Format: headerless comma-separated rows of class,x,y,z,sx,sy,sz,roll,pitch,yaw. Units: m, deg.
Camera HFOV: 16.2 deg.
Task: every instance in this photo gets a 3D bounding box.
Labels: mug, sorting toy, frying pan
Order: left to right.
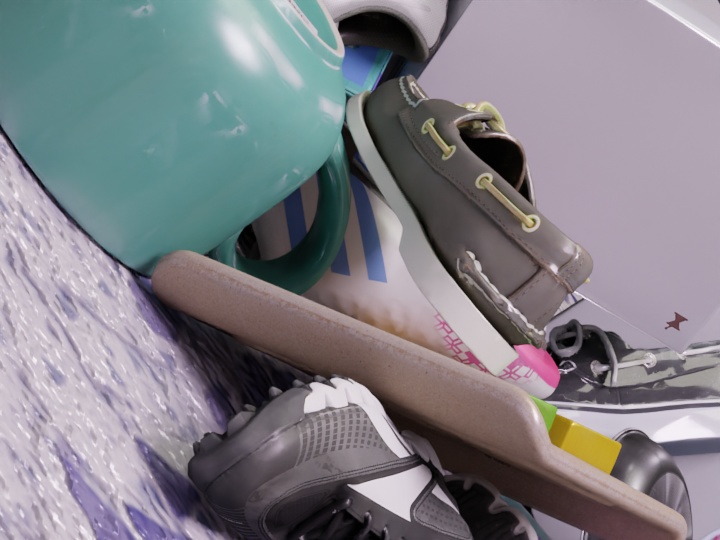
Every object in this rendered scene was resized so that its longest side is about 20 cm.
mug,-0.070,-0.085,1.037,0.152,0.114,0.185,61,13,27
sorting toy,0.031,0.052,1.037,0.185,0.037,0.200,22,-9,29
frying pan,0.123,0.107,1.203,0.115,0.031,0.190,-63,144,-39

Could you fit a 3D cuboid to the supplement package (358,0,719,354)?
supplement package,0.121,-0.104,1.251,0.191,0.147,0.200,30,27,-11

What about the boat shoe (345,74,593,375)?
boat shoe,0.044,-0.031,1.032,0.072,0.060,0.202,46,11,-29

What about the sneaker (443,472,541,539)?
sneaker,0.090,0.169,1.055,0.083,0.081,0.200,26,31,-59

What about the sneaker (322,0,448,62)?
sneaker,-0.052,-0.129,1.121,0.074,0.200,0.080,135,-47,-71

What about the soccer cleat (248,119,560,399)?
soccer cleat,0.000,0.000,1.141,0.200,0.086,0.070,44,7,-6

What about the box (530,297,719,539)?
box,0.195,0.098,1.398,0.199,0.200,0.131,59,7,16

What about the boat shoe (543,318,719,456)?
boat shoe,0.116,0.059,1.280,0.074,0.199,0.068,143,-57,-65

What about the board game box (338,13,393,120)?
board game box,-0.028,-0.183,1.211,0.152,0.200,0.045,29,-26,-3

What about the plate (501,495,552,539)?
plate,0.094,0.182,1.199,0.200,0.026,0.200,52,11,-14

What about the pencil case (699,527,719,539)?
pencil case,0.210,0.220,1.254,0.083,0.091,0.200,40,-30,54

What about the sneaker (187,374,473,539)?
sneaker,0.003,0.097,0.945,0.091,0.066,0.200,57,9,21

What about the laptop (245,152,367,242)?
laptop,0.006,-0.043,1.268,0.200,0.103,0.177,56,11,28
